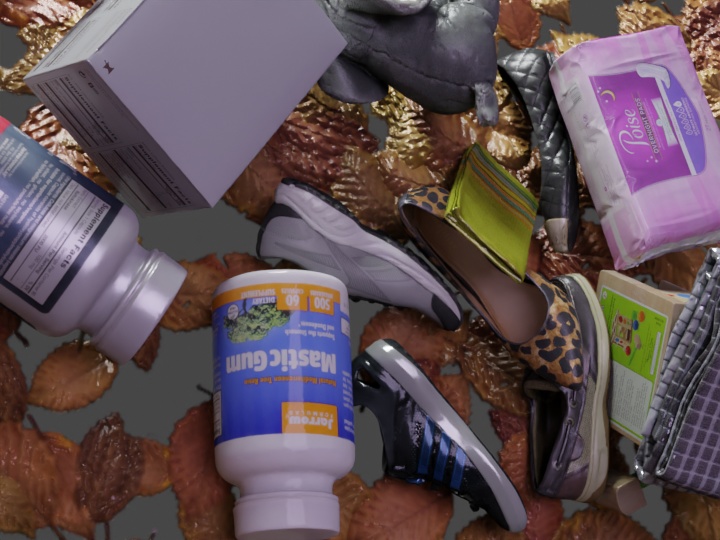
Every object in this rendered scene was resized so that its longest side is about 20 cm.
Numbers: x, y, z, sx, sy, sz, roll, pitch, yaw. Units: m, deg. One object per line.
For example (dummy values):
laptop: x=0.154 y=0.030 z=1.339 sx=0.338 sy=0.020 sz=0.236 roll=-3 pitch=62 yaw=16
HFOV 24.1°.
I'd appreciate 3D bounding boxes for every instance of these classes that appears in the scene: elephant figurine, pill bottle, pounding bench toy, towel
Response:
elephant figurine: x=0.012 y=-0.205 z=1.453 sx=0.199 sy=0.155 sz=0.142 roll=12 pitch=84 yaw=-19
pill bottle: x=-0.239 y=-0.020 z=1.289 sx=0.200 sy=0.120 sz=0.120 roll=36 pitch=63 yaw=-10
pounding bench toy: x=0.288 y=0.114 z=1.464 sx=0.155 sy=0.124 sz=0.201 roll=5 pitch=101 yaw=-23
towel: x=0.115 y=-0.053 z=1.436 sx=0.086 sy=0.018 sz=0.200 roll=40 pitch=20 yaw=-6
towel: x=0.325 y=0.100 z=1.360 sx=0.165 sy=0.086 sz=0.201 roll=17 pitch=96 yaw=-24
pill bottle: x=-0.060 y=0.109 z=1.327 sx=0.111 sy=0.112 sz=0.201 roll=4 pitch=71 yaw=-22

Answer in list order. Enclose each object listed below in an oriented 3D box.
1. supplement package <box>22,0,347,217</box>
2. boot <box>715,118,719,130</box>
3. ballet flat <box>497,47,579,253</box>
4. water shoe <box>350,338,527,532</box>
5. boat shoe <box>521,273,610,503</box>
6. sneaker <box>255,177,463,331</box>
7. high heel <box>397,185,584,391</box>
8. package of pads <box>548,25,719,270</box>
supplement package: x=-0.138 y=-0.169 z=1.360 sx=0.156 sy=0.111 sz=0.200 roll=50 pitch=61 yaw=-24
boot: x=0.294 y=-0.155 z=1.585 sx=0.199 sy=0.075 sz=0.098 roll=1 pitch=76 yaw=-21
ballet flat: x=0.165 y=-0.108 z=1.532 sx=0.056 sy=0.066 sz=0.201 roll=-10 pitch=70 yaw=7
water shoe: x=0.056 y=0.150 z=1.401 sx=0.079 sy=0.072 sz=0.200 roll=-39 pitch=93 yaw=0
boat shoe: x=0.174 y=0.098 z=1.452 sx=0.064 sy=0.073 sz=0.201 roll=5 pitch=72 yaw=-27
sneaker: x=0.000 y=0.000 z=1.421 sx=0.200 sy=0.074 sz=0.080 roll=31 pitch=94 yaw=-17
high heel: x=0.105 y=0.016 z=1.402 sx=0.142 sy=0.071 sz=0.200 roll=17 pitch=35 yaw=-51
package of pads: x=0.253 y=-0.108 z=1.486 sx=0.120 sy=0.076 sz=0.201 roll=-13 pitch=76 yaw=-21
